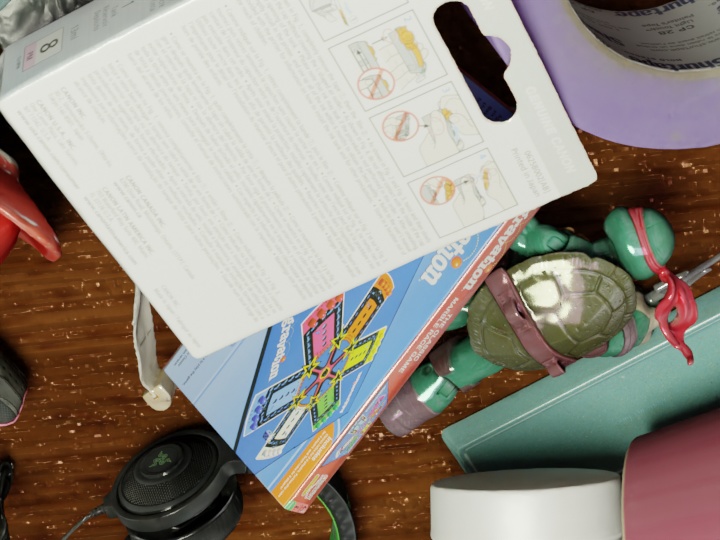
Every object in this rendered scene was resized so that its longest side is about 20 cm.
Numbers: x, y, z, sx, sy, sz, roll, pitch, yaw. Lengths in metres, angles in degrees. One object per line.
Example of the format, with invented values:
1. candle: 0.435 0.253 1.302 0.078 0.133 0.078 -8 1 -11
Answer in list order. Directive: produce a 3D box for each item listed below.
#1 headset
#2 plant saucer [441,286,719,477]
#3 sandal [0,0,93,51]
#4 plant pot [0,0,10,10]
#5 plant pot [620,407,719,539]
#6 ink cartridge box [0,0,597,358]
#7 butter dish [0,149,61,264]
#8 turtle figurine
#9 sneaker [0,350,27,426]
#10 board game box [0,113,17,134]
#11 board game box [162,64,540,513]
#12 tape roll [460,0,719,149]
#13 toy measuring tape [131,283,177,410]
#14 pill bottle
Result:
1. headset: -0.103 0.135 0.880 0.198 0.094 0.125 3 118 -13
2. plant saucer: 0.142 0.069 0.847 0.199 0.019 0.070 -29 107 17
3. sandal: -0.062 -0.122 0.690 0.199 0.048 0.076 -19 98 12
4. plant pot: -0.174 -0.169 0.629 0.200 0.201 0.135 -41 116 19
5. plant pot: 0.222 0.131 0.778 0.177 0.200 0.202 -9 113 20
6. ink cartridge box: -0.025 -0.063 0.688 0.199 0.057 0.163 -27 127 9
7. butter dish: -0.244 -0.021 0.728 0.199 0.200 0.149 35 82 -10
8. turtle figurine: 0.078 0.003 0.779 0.199 0.101 0.150 -27 112 19
9. sneaker: -0.253 0.097 0.870 0.200 0.079 0.095 -40 116 20
10. board game box: -0.071 -0.064 0.806 0.199 0.023 0.105 33 110 -8
11. board game box: 0.000 0.000 0.758 0.201 0.103 0.019 -52 145 8
12. tape roll: 0.130 -0.159 0.689 0.198 0.085 0.202 -5 117 -9
13. toy measuring tape: -0.079 -0.025 0.778 0.073 0.074 0.202 -1 117 5
14. pill bottle: 0.085 0.202 0.808 0.113 0.114 0.202 -3 89 6
